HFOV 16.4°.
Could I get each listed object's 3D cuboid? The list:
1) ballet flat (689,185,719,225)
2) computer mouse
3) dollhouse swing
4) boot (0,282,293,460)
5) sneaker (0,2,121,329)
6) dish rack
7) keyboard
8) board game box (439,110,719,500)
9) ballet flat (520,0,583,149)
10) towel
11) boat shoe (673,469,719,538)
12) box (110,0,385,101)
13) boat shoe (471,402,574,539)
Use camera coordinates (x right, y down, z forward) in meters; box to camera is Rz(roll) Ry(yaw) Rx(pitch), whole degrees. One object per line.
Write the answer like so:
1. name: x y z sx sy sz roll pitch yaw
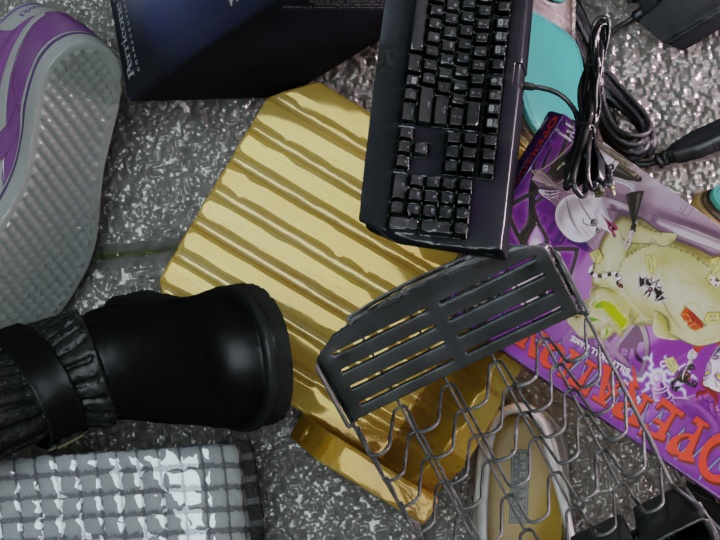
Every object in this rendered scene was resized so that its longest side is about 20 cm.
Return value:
1. ballet flat: 0.265 0.023 1.392 0.199 0.069 0.063 31 115 14
2. computer mouse: 0.204 -0.147 1.424 0.199 0.046 0.141 -26 76 5
3. dollhouse swing: 0.000 0.000 1.381 0.175 0.182 0.201 32 88 -9
4. boot: -0.145 0.061 1.351 0.157 0.211 0.080 -12 95 -33
5. sneaker: -0.203 -0.059 1.474 0.114 0.072 0.201 36 110 49
6. dish rack: 0.075 0.090 1.266 0.153 0.055 0.201 -26 112 7
7. keyboard: 0.071 -0.098 1.262 0.126 0.021 0.201 8 65 -3
8. board game box: 0.147 0.021 1.305 0.200 0.032 0.120 33 91 -17
9. ballet flat: 0.090 -0.140 1.415 0.075 0.068 0.201 -25 51 43
10. towel: -0.150 0.184 1.413 0.199 0.086 0.167 -6 86 11
11. boat shoe: 0.201 0.090 1.379 0.073 0.068 0.200 -35 78 3
12. box: -0.056 -0.217 1.387 0.123 0.198 0.201 -4 77 -33
13. boat shoe: 0.092 0.172 1.383 0.070 0.070 0.201 -1 81 9
